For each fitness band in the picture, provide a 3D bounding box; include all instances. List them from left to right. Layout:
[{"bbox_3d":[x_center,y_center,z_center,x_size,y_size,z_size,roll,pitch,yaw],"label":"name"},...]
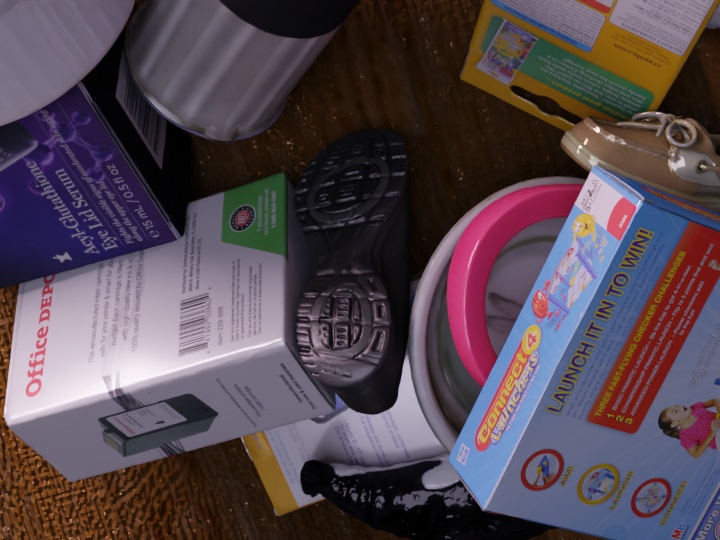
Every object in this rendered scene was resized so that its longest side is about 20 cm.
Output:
[{"bbox_3d":[0.145,0.019,0.901,0.198,0.037,0.145,1,93,-23],"label":"fitness band"}]

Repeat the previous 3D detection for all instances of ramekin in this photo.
[{"bbox_3d":[-0.226,-0.176,0.850,0.199,0.202,0.098,-15,141,15],"label":"ramekin"}]

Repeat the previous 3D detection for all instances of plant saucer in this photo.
[{"bbox_3d":[0.115,0.040,0.935,0.199,0.050,0.202,-2,96,-21],"label":"plant saucer"}]

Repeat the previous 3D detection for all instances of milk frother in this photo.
[{"bbox_3d":[-0.019,-0.189,0.904,0.199,0.182,0.188,19,146,-21],"label":"milk frother"}]

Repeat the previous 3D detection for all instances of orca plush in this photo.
[{"bbox_3d":[0.059,0.156,0.959,0.198,0.071,0.106,12,127,-11],"label":"orca plush"}]

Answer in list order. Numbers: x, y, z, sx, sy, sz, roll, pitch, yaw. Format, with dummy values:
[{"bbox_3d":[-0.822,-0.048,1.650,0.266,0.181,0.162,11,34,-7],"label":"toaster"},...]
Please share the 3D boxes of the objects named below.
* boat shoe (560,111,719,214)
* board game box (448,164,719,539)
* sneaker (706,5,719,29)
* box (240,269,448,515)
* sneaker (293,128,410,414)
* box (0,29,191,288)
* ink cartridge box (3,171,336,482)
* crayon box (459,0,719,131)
[{"bbox_3d":[0.217,-0.068,0.879,0.199,0.073,0.064,14,110,-13],"label":"boat shoe"},{"bbox_3d":[0.181,0.063,0.854,0.195,0.056,0.201,18,107,-27],"label":"board game box"},{"bbox_3d":[0.171,-0.210,0.874,0.199,0.087,0.075,35,103,1],"label":"sneaker"},{"bbox_3d":[0.009,0.079,0.999,0.199,0.041,0.120,-22,97,13],"label":"box"},{"bbox_3d":[0.000,0.000,0.935,0.075,0.091,0.201,-2,58,17],"label":"sneaker"},{"bbox_3d":[-0.231,-0.078,0.949,0.199,0.105,0.148,-16,136,14],"label":"box"},{"bbox_3d":[-0.123,0.038,0.958,0.199,0.147,0.084,-16,139,16],"label":"ink cartridge box"},{"bbox_3d":[0.140,-0.159,0.868,0.125,0.200,0.052,27,64,5],"label":"crayon box"}]
